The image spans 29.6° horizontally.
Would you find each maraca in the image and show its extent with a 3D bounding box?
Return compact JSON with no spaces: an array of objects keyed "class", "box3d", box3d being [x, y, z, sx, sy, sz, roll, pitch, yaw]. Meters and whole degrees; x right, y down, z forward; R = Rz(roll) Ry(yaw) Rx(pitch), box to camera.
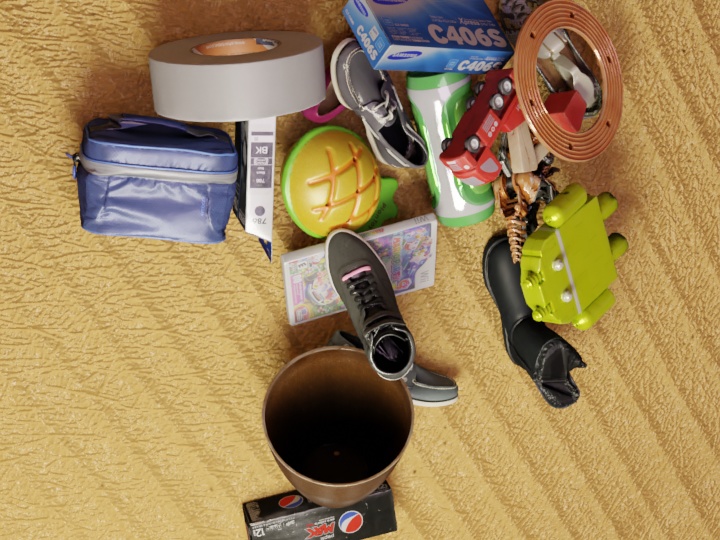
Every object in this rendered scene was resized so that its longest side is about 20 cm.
[{"class":"maraca","box3d":[-0.023,-0.098,1.693,0.200,0.107,0.137,37,82,-43]}]

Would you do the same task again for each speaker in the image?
[{"class":"speaker","box3d":[0.115,-0.160,1.717,0.088,0.088,0.200,-18,112,-9]}]

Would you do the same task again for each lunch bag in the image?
[{"class":"lunch bag","box3d":[-0.247,-0.117,1.605,0.200,0.136,0.133,5,106,-15]}]

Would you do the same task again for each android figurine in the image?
[{"class":"android figurine","box3d":[0.266,-0.013,1.709,0.200,0.041,0.182,-37,120,-37]}]

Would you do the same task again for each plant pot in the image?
[{"class":"plant pot","box3d":[-0.030,0.224,1.746,0.187,0.187,0.200,-14,151,-10]}]

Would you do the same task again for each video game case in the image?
[{"class":"video game case","box3d":[0.000,0.000,1.735,0.200,0.018,0.143,-16,146,-10]}]

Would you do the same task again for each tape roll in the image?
[{"class":"tape roll","box3d":[-0.140,-0.225,1.563,0.200,0.200,0.066,-7,110,-13]}]

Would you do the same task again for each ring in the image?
[{"class":"ring","box3d":[0.253,-0.232,1.672,0.200,0.019,0.201,5,82,-41]}]

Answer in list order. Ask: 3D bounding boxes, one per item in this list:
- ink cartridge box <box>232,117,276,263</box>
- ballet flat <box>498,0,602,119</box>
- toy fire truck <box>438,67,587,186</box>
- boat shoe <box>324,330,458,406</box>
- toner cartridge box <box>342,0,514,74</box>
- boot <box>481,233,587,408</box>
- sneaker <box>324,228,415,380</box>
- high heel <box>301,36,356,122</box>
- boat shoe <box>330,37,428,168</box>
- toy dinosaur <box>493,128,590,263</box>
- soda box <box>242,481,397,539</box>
[{"class":"ink cartridge box","box3d":[-0.129,-0.116,1.657,0.039,0.099,0.200,-3,107,-14]},{"class":"ballet flat","box3d":[0.249,-0.272,1.726,0.072,0.072,0.200,-39,113,0]},{"class":"toy fire truck","box3d":[0.187,-0.168,1.658,0.141,0.049,0.200,45,63,-31]},{"class":"boat shoe","box3d":[0.044,0.129,1.803,0.200,0.073,0.062,16,107,-14]},{"class":"toner cartridge box","box3d":[0.083,-0.284,1.622,0.200,0.095,0.043,-5,147,-39]},{"class":"boot","box3d":[0.229,0.065,1.779,0.076,0.168,0.200,-16,111,-9]},{"class":"sneaker","box3d":[0.016,0.042,1.633,0.071,0.099,0.200,-23,94,-5]},{"class":"high heel","box3d":[0.009,-0.251,1.651,0.200,0.096,0.067,-44,113,2]},{"class":"boat shoe","box3d":[0.029,-0.197,1.632,0.073,0.063,0.200,-47,136,-17]},{"class":"toy dinosaur","box3d":[0.206,-0.100,1.736,0.136,0.102,0.200,39,71,-41]},{"class":"soda box","box3d":[-0.055,0.335,1.849,0.200,0.063,0.071,-12,111,-11]}]
